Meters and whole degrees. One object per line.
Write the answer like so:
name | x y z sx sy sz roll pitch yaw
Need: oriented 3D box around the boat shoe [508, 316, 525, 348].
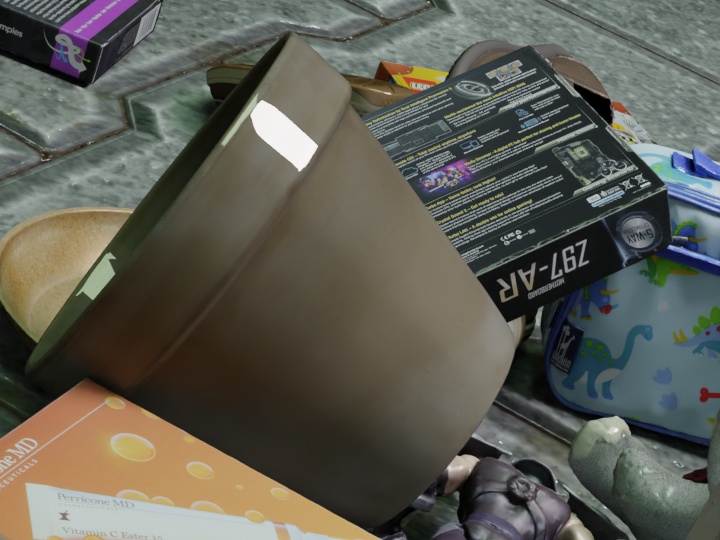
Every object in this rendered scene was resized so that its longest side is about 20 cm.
boat shoe | 0.000 0.000 1.134 0.199 0.074 0.069 25 22 12

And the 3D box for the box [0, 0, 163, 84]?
box | -0.255 -0.201 1.386 0.198 0.036 0.143 23 25 3

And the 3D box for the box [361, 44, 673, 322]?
box | 0.047 -0.034 1.070 0.199 0.044 0.160 -25 42 -12

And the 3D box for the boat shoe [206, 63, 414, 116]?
boat shoe | -0.040 -0.098 1.304 0.072 0.073 0.199 -3 12 -41

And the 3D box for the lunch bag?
lunch bag | 0.212 0.021 1.146 0.198 0.162 0.083 19 25 -4

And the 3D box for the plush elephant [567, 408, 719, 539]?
plush elephant | 0.216 0.096 0.935 0.163 0.156 0.201 15 27 -19

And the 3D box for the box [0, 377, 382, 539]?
box | -0.069 0.147 0.771 0.199 0.098 0.124 26 27 13

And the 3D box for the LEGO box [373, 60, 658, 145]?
LEGO box | 0.113 -0.063 1.334 0.198 0.078 0.149 7 29 -26

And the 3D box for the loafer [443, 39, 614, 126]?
loafer | 0.108 -0.103 1.230 0.071 0.074 0.200 31 28 22

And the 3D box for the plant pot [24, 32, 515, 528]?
plant pot | -0.029 0.021 0.903 0.173 0.200 0.200 39 24 -10

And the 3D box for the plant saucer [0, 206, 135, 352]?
plant saucer | -0.103 0.032 1.040 0.198 0.036 0.201 17 26 -9

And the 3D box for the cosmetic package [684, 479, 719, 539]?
cosmetic package | 0.211 0.206 0.751 0.198 0.166 0.166 14 38 -14

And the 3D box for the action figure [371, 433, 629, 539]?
action figure | 0.055 0.137 0.923 0.129 0.070 0.200 20 21 15

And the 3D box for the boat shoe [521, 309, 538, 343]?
boat shoe | 0.023 -0.025 1.197 0.201 0.075 0.075 27 26 13
